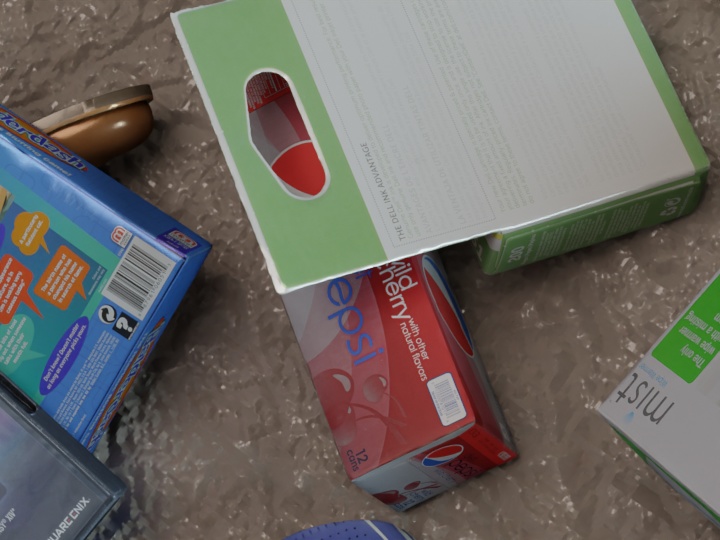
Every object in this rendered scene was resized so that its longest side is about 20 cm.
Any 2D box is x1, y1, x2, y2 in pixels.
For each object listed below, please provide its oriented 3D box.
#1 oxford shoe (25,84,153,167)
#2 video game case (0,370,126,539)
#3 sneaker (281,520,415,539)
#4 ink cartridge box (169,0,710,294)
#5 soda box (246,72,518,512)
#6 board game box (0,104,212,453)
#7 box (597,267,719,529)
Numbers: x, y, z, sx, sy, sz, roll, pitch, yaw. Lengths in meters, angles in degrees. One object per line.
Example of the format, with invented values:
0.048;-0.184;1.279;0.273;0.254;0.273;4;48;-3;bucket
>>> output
-0.171;-0.020;1.213;0.199;0.071;0.072;-33;85;13;oxford shoe
-0.219;0.080;1.150;0.200;0.019;0.143;42;112;2;video game case
0.010;0.190;1.044;0.080;0.115;0.200;-23;67;11;sneaker
0.033;-0.068;1.110;0.199;0.048;0.146;-17;67;-13;ink cartridge box
0.000;0.000;1.132;0.063;0.070;0.201;-26;67;12;soda box
-0.189;0.000;1.162;0.199;0.045;0.153;34;104;6;board game box
0.211;0.048;0.973;0.177;0.097;0.200;-48;24;1;box
